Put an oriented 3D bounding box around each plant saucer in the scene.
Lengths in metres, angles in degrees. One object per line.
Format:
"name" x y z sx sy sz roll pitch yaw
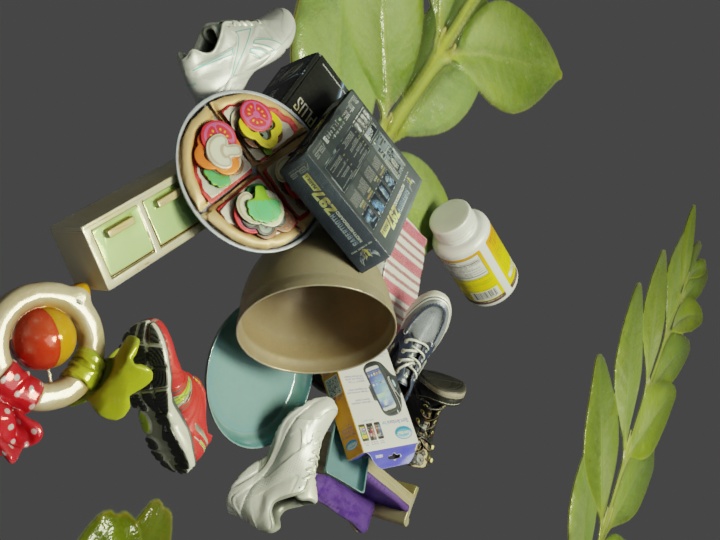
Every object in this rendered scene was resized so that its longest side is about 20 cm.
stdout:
"plant saucer" -0.138 0.136 1.089 0.199 0.027 0.203 -3 94 -52
"plant saucer" -0.011 0.218 1.157 0.070 0.019 0.201 35 40 -22

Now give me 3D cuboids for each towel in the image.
"towel" 0.057 0.014 1.311 0.146 0.030 0.202 35 62 -58

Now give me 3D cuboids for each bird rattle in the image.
"bird rattle" -0.326 0.096 0.823 0.199 0.112 0.165 -12 90 -38

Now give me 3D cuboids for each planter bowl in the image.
"planter bowl" -0.059 0.024 1.034 0.200 0.199 0.136 42 33 -44

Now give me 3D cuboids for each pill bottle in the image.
"pill bottle" 0.198 -0.033 1.440 0.200 0.108 0.110 52 54 -40

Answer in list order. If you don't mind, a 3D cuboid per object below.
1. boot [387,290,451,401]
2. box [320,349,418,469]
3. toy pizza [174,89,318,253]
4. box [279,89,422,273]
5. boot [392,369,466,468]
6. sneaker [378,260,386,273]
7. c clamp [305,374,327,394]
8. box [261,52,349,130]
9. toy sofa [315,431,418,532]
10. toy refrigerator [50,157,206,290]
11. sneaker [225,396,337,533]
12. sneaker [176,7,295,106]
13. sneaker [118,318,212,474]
"boot" 0.081 0.131 1.244 0.091 0.072 0.201 -86 -159 -63
"box" 0.010 0.186 1.159 0.118 0.041 0.202 4 62 -46
"toy pizza" -0.120 -0.121 0.950 0.198 0.032 0.203 10 72 -31
"box" -0.004 -0.114 0.994 0.158 0.051 0.201 49 33 -17
"boot" 0.105 0.239 1.296 0.072 0.200 0.152 11 88 -17
"sneaker" 0.000 0.000 1.204 0.082 0.074 0.202 35 78 -57
"c clamp" -0.014 0.110 1.245 0.171 0.027 0.201 56 50 -37
"box" -0.061 -0.159 1.098 0.200 0.086 0.165 50 55 -29
"toy sofa" 0.000 0.331 1.230 0.200 0.082 0.098 48 55 -41
"toy refrigerator" -0.239 -0.060 0.916 0.200 0.069 0.077 -40 122 -43
"sneaker" -0.082 0.263 1.078 0.201 0.099 0.078 -52 153 -15
"sneaker" -0.151 -0.285 1.015 0.201 0.070 0.081 -54 128 -34
"sneaker" -0.225 0.140 0.956 0.085 0.076 0.202 -46 133 -54
